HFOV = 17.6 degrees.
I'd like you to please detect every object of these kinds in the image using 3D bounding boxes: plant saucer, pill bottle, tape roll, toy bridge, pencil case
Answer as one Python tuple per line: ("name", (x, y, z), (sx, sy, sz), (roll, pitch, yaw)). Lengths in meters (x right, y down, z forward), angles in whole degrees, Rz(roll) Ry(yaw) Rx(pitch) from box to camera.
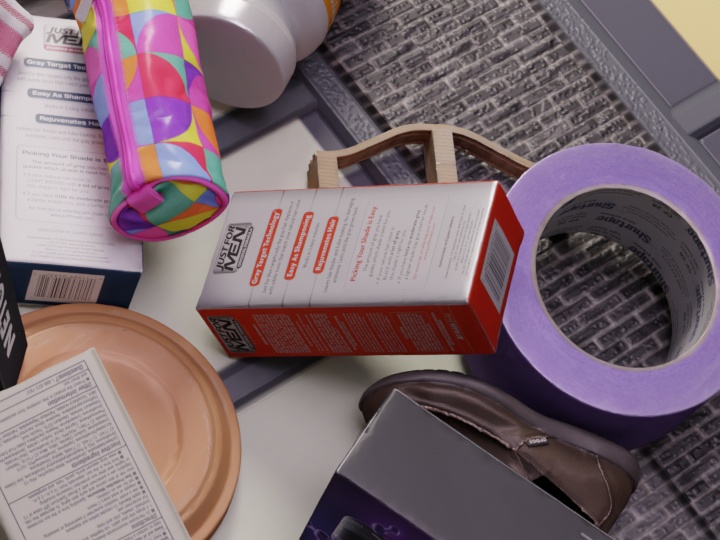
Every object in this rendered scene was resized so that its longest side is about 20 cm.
("plant saucer", (-0.174, 0.109, 1.518), (0.199, 0.032, 0.202), (7, 59, -11))
("pill bottle", (-0.062, -0.222, 1.691), (0.116, 0.117, 0.201), (24, 57, -1))
("tape roll", (0.170, 0.019, 1.620), (0.198, 0.085, 0.202), (6, 68, -14))
("toy bridge", (0.059, -0.072, 1.691), (0.198, 0.027, 0.068), (3, 60, -15))
("pencil case", (-0.145, -0.120, 1.559), (0.088, 0.089, 0.201), (-7, 63, -19))

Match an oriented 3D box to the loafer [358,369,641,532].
("loafer", (0.091, 0.126, 1.556), (0.199, 0.073, 0.071), (19, 56, -4))

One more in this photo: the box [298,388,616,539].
("box", (0.068, 0.186, 1.476), (0.199, 0.141, 0.079), (34, 60, 6))

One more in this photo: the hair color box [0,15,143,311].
("hair color box", (-0.203, -0.075, 1.599), (0.099, 0.061, 0.201), (5, 60, -15))

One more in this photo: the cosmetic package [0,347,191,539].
("cosmetic package", (-0.166, 0.163, 1.423), (0.103, 0.087, 0.201), (-24, 83, -16))

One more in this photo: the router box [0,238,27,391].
("router box", (-0.292, 0.004, 1.429), (0.148, 0.201, 0.051), (8, 58, 6))

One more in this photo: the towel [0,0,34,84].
("towel", (-0.297, -0.113, 1.518), (0.030, 0.146, 0.201), (20, 79, 35))

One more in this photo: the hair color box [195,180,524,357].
("hair color box", (0.000, 0.000, 1.553), (0.199, 0.061, 0.102), (-1, 54, 25))
